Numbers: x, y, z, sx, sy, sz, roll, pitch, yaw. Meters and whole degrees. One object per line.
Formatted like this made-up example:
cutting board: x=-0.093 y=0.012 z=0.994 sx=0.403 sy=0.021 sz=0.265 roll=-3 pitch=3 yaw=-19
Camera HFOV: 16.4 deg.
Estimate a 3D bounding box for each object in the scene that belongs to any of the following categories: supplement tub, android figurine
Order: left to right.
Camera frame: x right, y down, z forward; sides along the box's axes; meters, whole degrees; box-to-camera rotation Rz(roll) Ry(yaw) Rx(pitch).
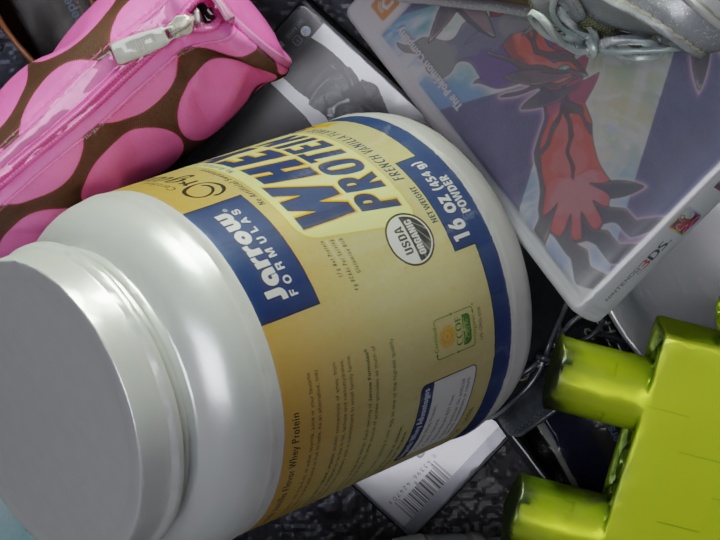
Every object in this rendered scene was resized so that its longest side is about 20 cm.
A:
supplement tub: x=-0.046 y=0.026 z=0.998 sx=0.144 sy=0.200 sz=0.144 roll=24 pitch=124 yaw=42
android figurine: x=0.163 y=0.094 z=1.004 sx=0.200 sy=0.041 sz=0.182 roll=17 pitch=105 yaw=-3

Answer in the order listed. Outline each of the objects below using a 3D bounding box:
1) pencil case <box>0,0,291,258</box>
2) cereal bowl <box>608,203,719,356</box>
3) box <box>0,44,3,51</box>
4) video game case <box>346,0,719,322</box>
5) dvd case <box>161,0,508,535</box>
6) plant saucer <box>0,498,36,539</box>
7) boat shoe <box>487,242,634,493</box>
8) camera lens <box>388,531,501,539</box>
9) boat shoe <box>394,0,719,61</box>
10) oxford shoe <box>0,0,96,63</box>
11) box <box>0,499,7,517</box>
pencil case: x=-0.125 y=-0.050 z=1.026 sx=0.200 sy=0.094 sz=0.091 roll=-44 pitch=102 yaw=3
cereal bowl: x=0.194 y=-0.031 z=1.055 sx=0.200 sy=0.083 sz=0.200 roll=1 pitch=96 yaw=13
box: x=-0.232 y=-0.076 z=1.045 sx=0.117 sy=0.200 sz=0.060 roll=-35 pitch=95 yaw=9
video game case: x=0.103 y=-0.109 z=1.024 sx=0.182 sy=0.023 sz=0.200 roll=-46 pitch=53 yaw=15
dvd case: x=0.000 y=0.000 z=1.118 sx=0.200 sy=0.025 sz=0.150 roll=43 pitch=101 yaw=-2
plant saucer: x=-0.215 y=0.064 z=1.113 sx=0.201 sy=0.039 sz=0.201 roll=1 pitch=99 yaw=7
boat shoe: x=0.084 y=0.042 z=1.073 sx=0.075 sy=0.062 sz=0.200 roll=-31 pitch=93 yaw=11
camera lens: x=-0.011 y=0.200 z=1.073 sx=0.200 sy=0.160 sz=0.160 roll=-9 pitch=98 yaw=-4
boat shoe: x=0.072 y=-0.116 z=0.991 sx=0.202 sy=0.074 sz=0.065 roll=29 pitch=93 yaw=44
oxford shoe: x=-0.157 y=-0.162 z=1.080 sx=0.071 sy=0.071 sz=0.200 roll=-33 pitch=98 yaw=13
box: x=-0.178 y=0.089 z=1.150 sx=0.144 sy=0.036 sz=0.200 roll=-12 pitch=96 yaw=9
